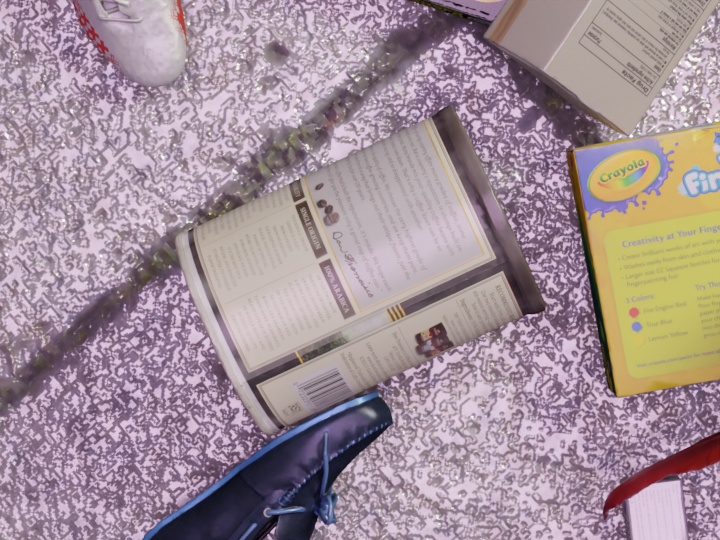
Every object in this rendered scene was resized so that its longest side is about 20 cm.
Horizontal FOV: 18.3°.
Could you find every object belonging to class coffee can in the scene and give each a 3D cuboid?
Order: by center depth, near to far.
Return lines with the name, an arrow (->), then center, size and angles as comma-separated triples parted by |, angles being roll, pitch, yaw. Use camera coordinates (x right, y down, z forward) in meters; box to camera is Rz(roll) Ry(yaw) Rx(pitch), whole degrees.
coffee can -> 0.000, 0.000, 1.449 | 0.200, 0.146, 0.147 | -25, 91, 3

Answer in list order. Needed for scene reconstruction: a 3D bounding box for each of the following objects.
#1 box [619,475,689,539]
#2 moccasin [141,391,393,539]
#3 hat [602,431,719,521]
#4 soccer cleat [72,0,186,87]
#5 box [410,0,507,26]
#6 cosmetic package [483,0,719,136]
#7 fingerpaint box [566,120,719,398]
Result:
box -> 0.207, 0.238, 1.503 | 0.041, 0.039, 0.200 | -8, 92, 1
moccasin -> -0.053, 0.157, 1.497 | 0.200, 0.080, 0.068 | -37, 76, 16
hat -> 0.270, 0.056, 1.434 | 0.200, 0.176, 0.166 | -12, 92, -36
soccer cleat -> -0.172, -0.215, 1.479 | 0.069, 0.085, 0.200 | -21, 91, 3
box -> 0.062, -0.276, 1.488 | 0.160, 0.044, 0.200 | 18, 92, 2
cosmetic package -> 0.181, -0.201, 1.451 | 0.105, 0.071, 0.200 | 33, 93, -42
fingerpaint box -> 0.249, -0.016, 1.475 | 0.200, 0.073, 0.167 | -11, 92, 1
